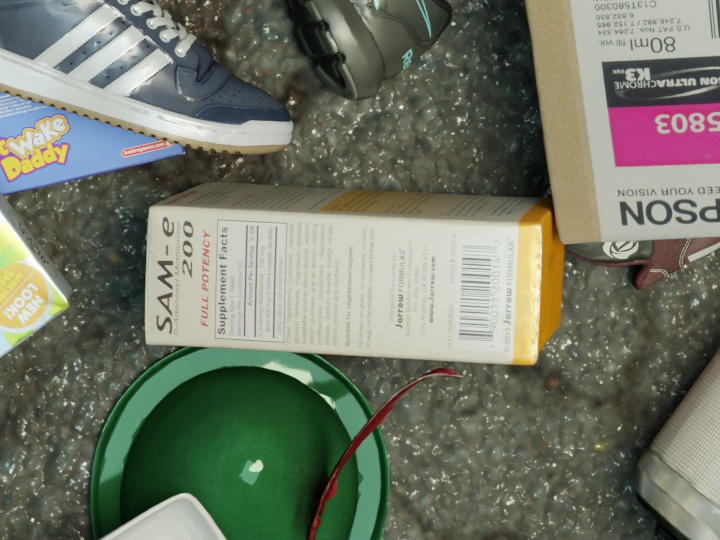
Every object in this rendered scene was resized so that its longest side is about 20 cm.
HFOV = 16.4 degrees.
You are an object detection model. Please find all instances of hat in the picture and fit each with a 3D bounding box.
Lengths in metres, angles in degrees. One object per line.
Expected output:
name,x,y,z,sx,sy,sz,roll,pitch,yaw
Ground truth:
hat,-0.056,0.121,1.283,0.164,0.176,0.202,10,97,-6

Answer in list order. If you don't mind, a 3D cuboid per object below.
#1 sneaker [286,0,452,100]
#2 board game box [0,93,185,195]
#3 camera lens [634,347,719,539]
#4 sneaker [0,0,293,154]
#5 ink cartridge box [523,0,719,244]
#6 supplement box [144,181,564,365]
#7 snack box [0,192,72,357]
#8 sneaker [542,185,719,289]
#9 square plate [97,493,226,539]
sneaker,-0.021,-0.192,1.309,0.079,0.075,0.201,-30,106,-14
board game box,-0.203,-0.106,1.309,0.198,0.045,0.136,-13,99,-3
camera lens,0.253,0.088,1.314,0.160,0.160,0.201,35,93,-8
sneaker,-0.120,-0.130,1.254,0.198,0.070,0.109,16,98,-4
ink cartridge box,0.185,-0.101,1.213,0.198,0.075,0.166,-3,124,13
supplement box,0.000,0.000,1.277,0.198,0.126,0.074,3,98,10
snack box,-0.260,-0.025,1.265,0.142,0.053,0.201,-35,100,2
sneaker,0.120,-0.075,1.327,0.115,0.076,0.201,-35,99,3
square plate,-0.130,0.220,1.326,0.199,0.029,0.199,-29,125,6
